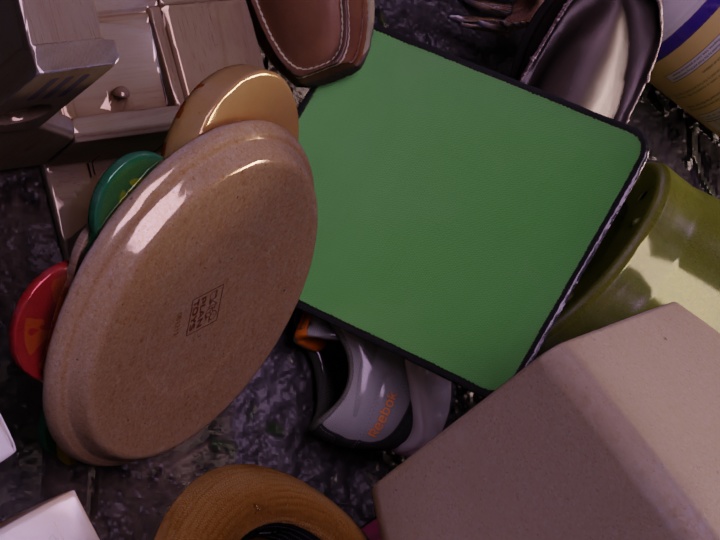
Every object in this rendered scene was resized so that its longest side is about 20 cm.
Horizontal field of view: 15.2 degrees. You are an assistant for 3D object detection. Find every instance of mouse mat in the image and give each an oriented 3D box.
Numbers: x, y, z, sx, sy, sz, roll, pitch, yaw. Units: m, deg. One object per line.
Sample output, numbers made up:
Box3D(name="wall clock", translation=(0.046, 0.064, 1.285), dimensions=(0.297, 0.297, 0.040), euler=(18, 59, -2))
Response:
Box3D(name="mouse mat", translation=(0.035, -0.035, 1.409), dimensions=(0.161, 0.200, 0.008), euler=(-59, 148, -10))

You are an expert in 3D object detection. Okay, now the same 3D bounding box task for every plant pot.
Box3D(name="plant pot", translation=(0.183, 0.050, 1.446), dimensions=(0.193, 0.200, 0.201), euler=(41, 59, -15))
Box3D(name="plant pot", translation=(0.125, 0.131, 1.306), dimensions=(0.200, 0.200, 0.177), euler=(-16, 69, -55))

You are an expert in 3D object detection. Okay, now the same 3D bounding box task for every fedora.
Box3D(name="fedora", translation=(-0.053, 0.192, 1.263), dimensions=(0.200, 0.082, 0.201), euler=(28, 48, -37))

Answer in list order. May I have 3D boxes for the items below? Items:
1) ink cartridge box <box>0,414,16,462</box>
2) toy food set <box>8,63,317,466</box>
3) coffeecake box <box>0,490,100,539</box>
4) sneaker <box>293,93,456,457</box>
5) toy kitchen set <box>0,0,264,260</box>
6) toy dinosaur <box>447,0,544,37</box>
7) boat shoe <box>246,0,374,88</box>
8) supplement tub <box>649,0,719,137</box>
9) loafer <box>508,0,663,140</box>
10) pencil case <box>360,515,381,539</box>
Box3D(name="ink cartridge box", translation=(-0.258, 0.099, 1.190), dimensions=(0.146, 0.200, 0.084), euler=(-30, 89, -32))
Box3D(name="toy food set", translation=(-0.094, 0.008, 1.331), dimensions=(0.049, 0.200, 0.198), euler=(32, 53, 25))
Box3D(name="coffeecake box", translation=(-0.191, 0.218, 1.263), dimensions=(0.200, 0.073, 0.154), euler=(-28, 91, -33))
Box3D(name="sneaker", translation=(0.000, 0.000, 1.445), dimensions=(0.079, 0.074, 0.201), euler=(1, 73, -23))
Box3D(name="toy kitchen set", translation=(-0.104, -0.077, 1.347), dimensions=(0.200, 0.180, 0.164), euler=(-10, 80, -31))
Box3D(name="toy dinosaur", translation=(0.076, -0.207, 1.545), dimensions=(0.086, 0.136, 0.200), euler=(-14, 51, -27))
Box3D(name="boat shoe", translation=(-0.049, -0.196, 1.465), dimensions=(0.074, 0.076, 0.200), euler=(34, 37, -65))
Box3D(name="supplement tub", translation=(0.254, -0.136, 1.586), dimensions=(0.200, 0.145, 0.146), euler=(36, 60, -14))
Box3D(name="loafer", translation=(0.109, -0.074, 1.445), dimensions=(0.073, 0.071, 0.200), euler=(27, 89, -14))
Box3D(name="pencil case", translation=(0.071, 0.207, 1.407), dimensions=(0.094, 0.091, 0.200), euler=(-29, 90, -2))
